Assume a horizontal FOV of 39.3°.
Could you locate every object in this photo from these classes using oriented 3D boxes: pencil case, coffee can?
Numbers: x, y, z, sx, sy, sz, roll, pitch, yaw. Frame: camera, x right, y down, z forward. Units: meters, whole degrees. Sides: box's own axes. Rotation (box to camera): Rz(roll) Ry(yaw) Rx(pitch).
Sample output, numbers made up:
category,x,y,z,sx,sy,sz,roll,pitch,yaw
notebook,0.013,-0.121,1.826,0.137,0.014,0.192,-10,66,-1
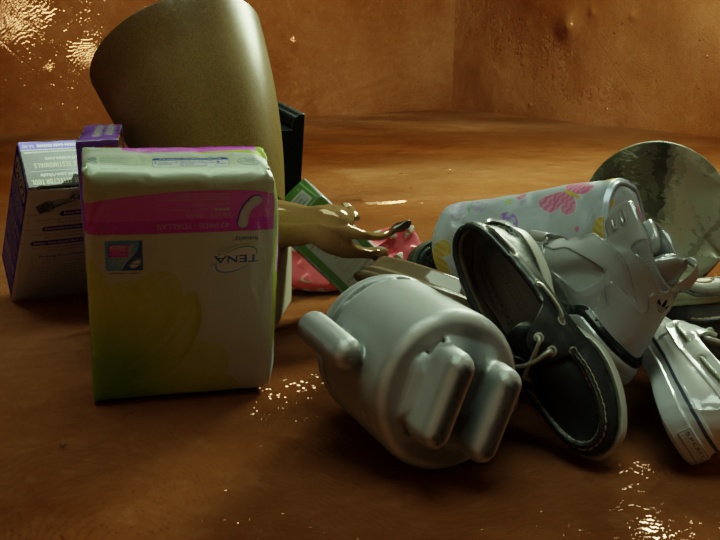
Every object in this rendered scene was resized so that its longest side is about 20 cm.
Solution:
category,x,y,z,sx,sy,sz,roll,pitch,yaw
pencil case,0.160,-0.029,0.921,0.198,0.084,0.091,-8,40,40
coffee can,0.303,-0.048,1.060,0.144,0.149,0.200,4,-1,12

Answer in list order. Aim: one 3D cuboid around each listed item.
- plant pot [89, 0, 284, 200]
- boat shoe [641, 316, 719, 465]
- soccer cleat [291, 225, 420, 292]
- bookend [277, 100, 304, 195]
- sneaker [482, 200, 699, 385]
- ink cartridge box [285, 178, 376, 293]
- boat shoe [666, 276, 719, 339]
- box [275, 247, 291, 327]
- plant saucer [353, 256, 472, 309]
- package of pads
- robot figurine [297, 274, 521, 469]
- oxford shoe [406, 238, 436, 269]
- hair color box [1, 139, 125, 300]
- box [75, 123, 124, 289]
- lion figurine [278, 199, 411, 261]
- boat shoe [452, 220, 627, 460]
category,x,y,z,sx,sy,sz,roll,pitch,yaw
plant pot,-0.153,-0.136,1.013,0.184,0.202,0.187,-21,-16,-6
boat shoe,0.257,0.078,0.775,0.066,0.074,0.201,-31,19,16
soccer cleat,-0.017,-0.009,1.196,0.198,0.068,0.076,-14,-12,-30
bookend,-0.174,-0.087,1.165,0.197,0.202,0.092,-8,23,-30
sneaker,0.179,-0.009,0.809,0.075,0.115,0.200,28,15,-42
ink cartridge box,0.000,0.000,1.039,0.200,0.059,0.104,43,1,-19
boat shoe,0.295,0.053,0.913,0.073,0.075,0.200,-5,-9,11
box,-0.126,0.020,1.002,0.093,0.079,0.200,3,14,3
plant saucer,0.089,0.032,0.891,0.197,0.030,0.200,21,-4,2
package of pads,-0.143,0.002,0.812,0.152,0.203,0.068,-2,25,-15
robot figurine,0.036,0.069,0.735,0.168,0.114,0.200,24,3,-26
oxford shoe,0.098,-0.004,1.146,0.083,0.074,0.199,7,2,32
hair color box,-0.312,-0.052,1.064,0.108,0.066,0.201,-7,-29,-29
box,-0.231,-0.027,0.929,0.038,0.204,0.137,-4,14,-12
lion figurine,-0.062,-0.038,0.893,0.197,0.074,0.122,-7,-5,15
boat shoe,0.126,0.046,0.740,0.060,0.202,0.074,11,-42,-44
